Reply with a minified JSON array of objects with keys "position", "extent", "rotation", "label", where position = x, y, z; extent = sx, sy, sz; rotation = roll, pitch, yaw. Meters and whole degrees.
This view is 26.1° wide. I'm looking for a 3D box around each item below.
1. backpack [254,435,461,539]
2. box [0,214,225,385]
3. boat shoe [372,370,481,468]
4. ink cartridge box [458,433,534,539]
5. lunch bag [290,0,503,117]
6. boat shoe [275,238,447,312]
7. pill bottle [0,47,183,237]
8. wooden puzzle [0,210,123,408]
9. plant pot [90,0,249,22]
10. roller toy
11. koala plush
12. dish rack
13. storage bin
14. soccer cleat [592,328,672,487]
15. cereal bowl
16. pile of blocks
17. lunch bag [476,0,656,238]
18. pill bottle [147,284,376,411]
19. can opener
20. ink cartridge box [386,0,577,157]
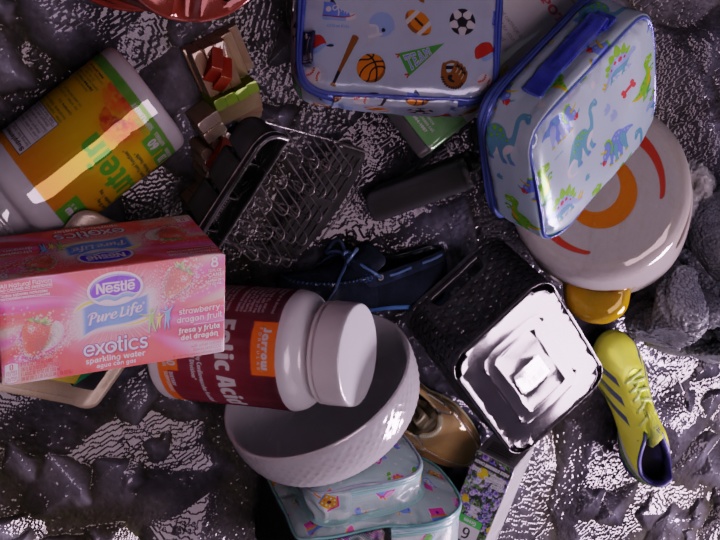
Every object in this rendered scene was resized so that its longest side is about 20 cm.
[{"position":[0.006,0.248,1.599],"extent":[0.197,0.176,0.155],"rotation":[4,107,-20],"label":"backpack"},{"position":[-0.223,0.023,1.325],"extent":[0.198,0.103,0.096],"rotation":[-7,115,-23],"label":"box"},{"position":[0.065,0.160,1.649],"extent":[0.199,0.076,0.072],"rotation":[36,90,-31],"label":"boat shoe"},{"position":[0.124,0.282,1.701],"extent":[0.050,0.109,0.202],"rotation":[25,104,14],"label":"ink cartridge box"},{"position":[0.028,-0.224,1.398],"extent":[0.197,0.076,0.163],"rotation":[4,86,-5],"label":"lunch bag"},{"position":[0.000,0.000,1.571],"extent":[0.198,0.084,0.070],"rotation":[-5,112,-39],"label":"boat shoe"},{"position":[-0.266,-0.096,1.390],"extent":[0.199,0.111,0.111],"rotation":[-39,119,-5],"label":"pill bottle"},{"position":[-0.250,0.045,1.440],"extent":[0.186,0.037,0.200],"rotation":[-54,156,3],"label":"wooden puzzle"},{"position":[-0.164,-0.302,1.310],"extent":[0.198,0.195,0.203],"rotation":[-8,112,-21],"label":"plant pot"},{"position":[0.247,-0.068,1.576],"extent":[0.182,0.140,0.201],"rotation":[-36,75,4],"label":"roller toy"},{"position":[0.385,-0.009,1.701],"extent":[0.175,0.184,0.202],"rotation":[18,80,-16],"label":"koala plush"},{"position":[-0.075,-0.066,1.472],"extent":[0.199,0.055,0.154],"rotation":[10,122,-51],"label":"dish rack"},{"position":[0.153,0.081,1.619],"extent":[0.135,0.094,0.200],"rotation":[-42,136,-4],"label":"storage bin"},{"position":[0.313,0.156,1.752],"extent":[0.064,0.084,0.202],"rotation":[-25,117,-12],"label":"soccer cleat"},{"position":[-0.030,0.138,1.527],"extent":[0.199,0.200,0.084],"rotation":[-32,125,-9],"label":"cereal bowl"},{"position":[-0.125,-0.127,1.469],"extent":[0.081,0.062,0.203],"rotation":[-5,111,-21],"label":"pile of blocks"},{"position":[0.191,-0.145,1.420],"extent":[0.200,0.082,0.162],"rotation":[-47,146,-23],"label":"lunch bag"},{"position":[-0.092,0.073,1.469],"extent":[0.198,0.114,0.116],"rotation":[3,115,23],"label":"pill bottle"},{"position":[0.094,-0.107,1.533],"extent":[0.198,0.053,0.067],"rotation":[-24,98,21],"label":"can opener"},{"position":[0.094,-0.227,1.483],"extent":[0.199,0.088,0.146],"rotation":[-39,91,-5],"label":"ink cartridge box"}]
